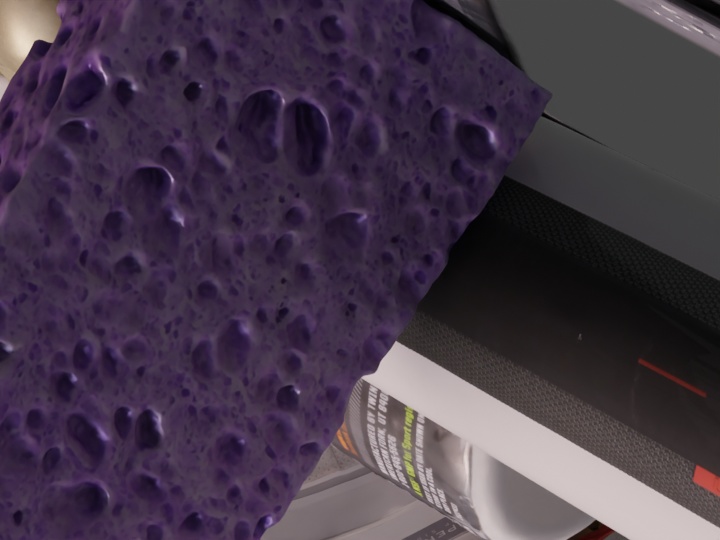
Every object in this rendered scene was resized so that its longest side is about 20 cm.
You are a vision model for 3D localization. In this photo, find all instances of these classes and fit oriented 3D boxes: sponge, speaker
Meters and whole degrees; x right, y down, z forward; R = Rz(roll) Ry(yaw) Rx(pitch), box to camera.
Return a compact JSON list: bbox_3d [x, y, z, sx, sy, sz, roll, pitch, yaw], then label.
[{"bbox_3d":[-0.051,0.018,0.542,0.111,0.200,0.030,32,179,-41],"label":"sponge"},{"bbox_3d":[0.081,0.027,0.567,0.200,0.081,0.081,30,179,43],"label":"speaker"}]

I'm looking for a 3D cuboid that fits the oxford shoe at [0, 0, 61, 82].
[{"bbox_3d":[-0.078,-0.083,0.681,0.074,0.071,0.200,56,175,-8],"label":"oxford shoe"}]

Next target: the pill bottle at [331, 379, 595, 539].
[{"bbox_3d":[0.000,0.000,0.797,0.200,0.107,0.106,29,179,36],"label":"pill bottle"}]

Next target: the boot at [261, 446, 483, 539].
[{"bbox_3d":[-0.009,0.068,0.865,0.074,0.199,0.096,68,179,-46],"label":"boot"}]

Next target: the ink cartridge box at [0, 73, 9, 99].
[{"bbox_3d":[-0.197,-0.083,0.733,0.200,0.146,0.085,26,-132,-68],"label":"ink cartridge box"}]

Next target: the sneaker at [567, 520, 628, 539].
[{"bbox_3d":[0.094,0.128,0.851,0.075,0.200,0.090,-23,94,57],"label":"sneaker"}]
